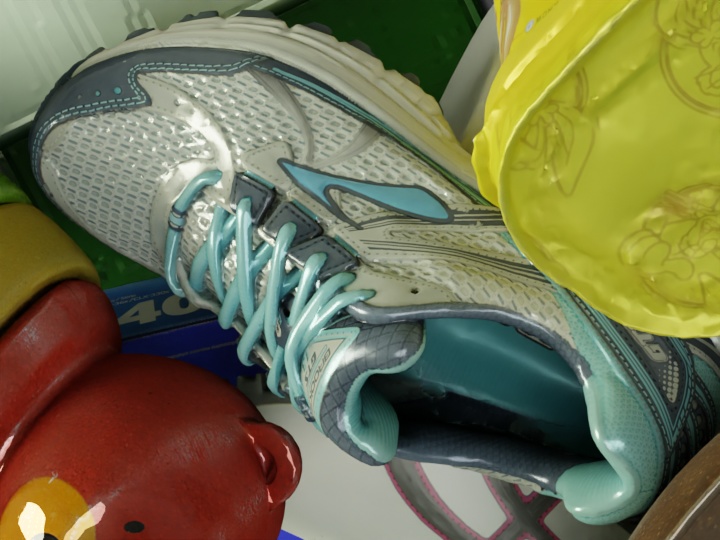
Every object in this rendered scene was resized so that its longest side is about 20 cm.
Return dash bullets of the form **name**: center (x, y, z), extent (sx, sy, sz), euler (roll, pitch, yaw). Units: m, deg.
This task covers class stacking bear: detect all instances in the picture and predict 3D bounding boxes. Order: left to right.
- **stacking bear**: center (-0.110, 0.027, 0.711), extent (0.200, 0.114, 0.122), euler (31, 109, 14)

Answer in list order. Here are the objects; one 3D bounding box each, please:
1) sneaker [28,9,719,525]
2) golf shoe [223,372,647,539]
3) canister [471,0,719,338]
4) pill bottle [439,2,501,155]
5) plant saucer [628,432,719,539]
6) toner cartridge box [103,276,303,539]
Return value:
- **sneaker**: center (0.000, 0.000, 0.686), extent (0.200, 0.086, 0.078), euler (21, 128, 15)
- **golf shoe**: center (0.037, 0.082, 0.743), extent (0.199, 0.077, 0.088), euler (17, 75, 0)
- **canister**: center (0.093, -0.100, 0.666), extent (0.086, 0.200, 0.149), euler (33, 119, -24)
- **pill bottle**: center (0.114, 0.000, 0.766), extent (0.200, 0.112, 0.112), euler (24, 107, -6)
- **plant saucer**: center (0.123, 0.090, 0.686), extent (0.200, 0.037, 0.201), euler (-18, 127, -25)
- **toner cartridge box**: center (-0.098, 0.062, 0.808), extent (0.199, 0.043, 0.095), euler (-13, 112, -2)
